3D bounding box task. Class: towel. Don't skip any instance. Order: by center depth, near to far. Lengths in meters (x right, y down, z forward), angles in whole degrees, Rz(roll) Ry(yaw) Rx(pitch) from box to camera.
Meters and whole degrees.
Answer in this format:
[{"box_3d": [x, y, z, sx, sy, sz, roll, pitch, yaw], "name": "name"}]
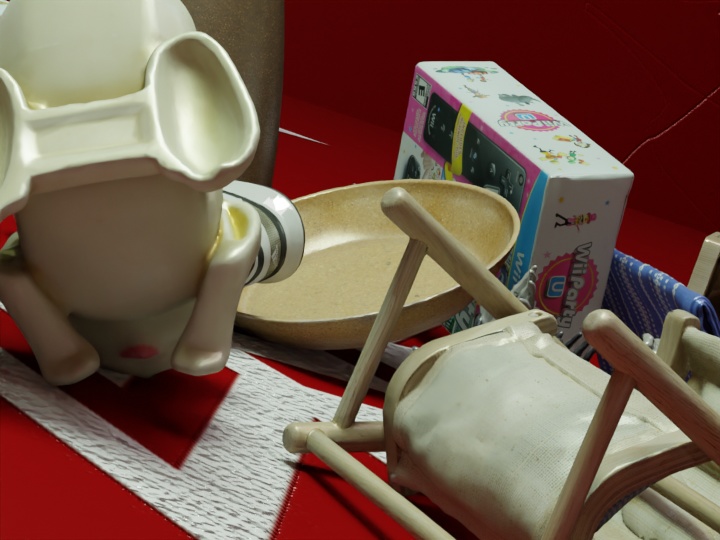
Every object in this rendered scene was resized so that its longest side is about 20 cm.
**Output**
[{"box_3d": [0.187, 0.053, 1.275, 0.024, 0.146, 0.200, -29, 23, -13], "name": "towel"}]

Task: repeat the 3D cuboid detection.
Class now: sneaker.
[{"box_3d": [-0.142, -0.026, 1.141, 0.199, 0.076, 0.115, 10, 16, 29], "name": "sneaker"}]

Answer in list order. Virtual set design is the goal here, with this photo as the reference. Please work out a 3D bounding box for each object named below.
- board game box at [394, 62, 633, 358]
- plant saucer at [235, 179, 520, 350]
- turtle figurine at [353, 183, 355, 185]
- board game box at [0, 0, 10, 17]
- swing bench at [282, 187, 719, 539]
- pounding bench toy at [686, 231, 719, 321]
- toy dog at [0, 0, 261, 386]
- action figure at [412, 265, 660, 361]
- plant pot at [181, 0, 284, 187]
[{"box_3d": [0.090, -0.034, 1.307, 0.064, 0.149, 0.200, -2, 25, -26], "name": "board game box"}, {"box_3d": [0.000, 0.000, 1.198, 0.198, 0.036, 0.201, -9, 24, 4], "name": "plant saucer"}, {"box_3d": [0.090, -0.010, 1.496, 0.149, 0.101, 0.200, -26, 49, -29], "name": "turtle figurine"}, {"box_3d": [-0.213, -0.058, 0.910, 0.064, 0.149, 0.200, 18, 8, -2], "name": "board game box"}, {"box_3d": [0.106, 0.076, 0.867, 0.199, 0.131, 0.199, 21, 5, -29], "name": "swing bench"}, {"box_3d": [0.323, 0.056, 1.530, 0.155, 0.125, 0.200, 21, 8, 11], "name": "pounding bench toy"}, {"box_3d": [-0.117, -0.032, 0.921, 0.138, 0.201, 0.195, -17, 55, -6], "name": "toy dog"}, {"box_3d": [0.101, 0.058, 1.072, 0.118, 0.103, 0.200, 34, 11, 18], "name": "action figure"}, {"box_3d": [-0.131, -0.133, 1.440, 0.185, 0.202, 0.187, 18, 7, -2], "name": "plant pot"}]
